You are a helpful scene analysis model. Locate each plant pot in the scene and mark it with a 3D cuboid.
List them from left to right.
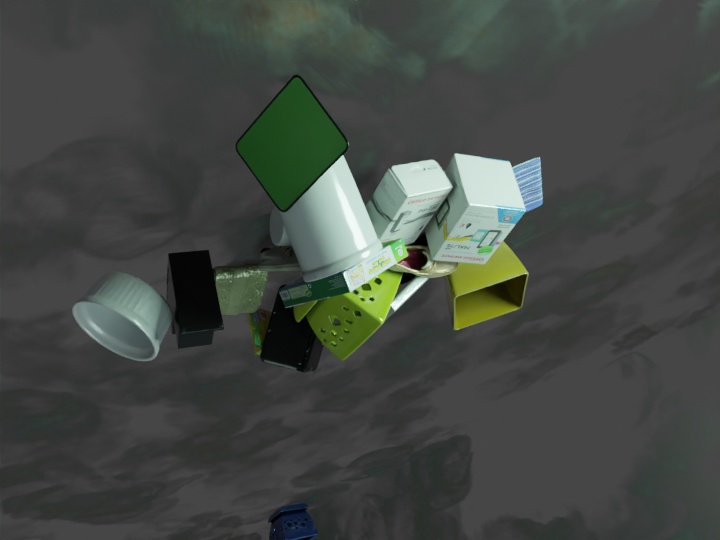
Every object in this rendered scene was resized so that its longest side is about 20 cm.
[{"bbox_3d":[-0.360,1.316,3.483,0.197,0.182,0.200,4,143,-34],"label":"plant pot"},{"bbox_3d":[-0.038,0.057,1.619,0.180,0.200,0.200,34,133,-9],"label":"plant pot"},{"bbox_3d":[0.308,0.011,1.784,0.196,0.179,0.201,-18,151,-2],"label":"plant pot"}]

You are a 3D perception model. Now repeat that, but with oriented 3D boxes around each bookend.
[{"bbox_3d":[-0.373,0.096,1.506,0.090,0.203,0.200,-5,147,-21],"label":"bookend"}]

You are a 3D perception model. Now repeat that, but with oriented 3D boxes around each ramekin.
[{"bbox_3d":[-0.503,0.096,1.455,0.197,0.099,0.202,16,142,13],"label":"ramekin"}]

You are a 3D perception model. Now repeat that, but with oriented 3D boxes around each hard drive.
[{"bbox_3d":[0.119,0.050,1.677,0.200,0.026,0.132,-43,176,-28],"label":"hard drive"}]

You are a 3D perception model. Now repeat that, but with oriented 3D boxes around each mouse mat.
[{"bbox_3d":[-0.125,-0.221,1.202,0.199,0.162,0.008,-39,176,30],"label":"mouse mat"}]

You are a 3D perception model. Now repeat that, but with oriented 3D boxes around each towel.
[{"bbox_3d":[-0.299,0.050,1.637,0.146,0.037,0.201,-6,147,-23],"label":"towel"},{"bbox_3d":[0.379,-0.188,1.661,0.143,0.024,0.201,-24,149,5],"label":"towel"}]

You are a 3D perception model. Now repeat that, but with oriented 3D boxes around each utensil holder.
[{"bbox_3d":[-0.069,-0.105,1.307,0.167,0.203,0.170,-21,-171,3],"label":"utensil holder"}]

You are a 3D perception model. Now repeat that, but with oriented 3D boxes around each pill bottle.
[{"bbox_3d":[-0.090,-0.093,1.453,0.197,0.112,0.111,0,145,-30],"label":"pill bottle"}]

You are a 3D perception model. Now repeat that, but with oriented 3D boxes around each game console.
[{"bbox_3d":[-0.160,0.153,1.771,0.114,0.204,0.176,16,178,13],"label":"game console"}]

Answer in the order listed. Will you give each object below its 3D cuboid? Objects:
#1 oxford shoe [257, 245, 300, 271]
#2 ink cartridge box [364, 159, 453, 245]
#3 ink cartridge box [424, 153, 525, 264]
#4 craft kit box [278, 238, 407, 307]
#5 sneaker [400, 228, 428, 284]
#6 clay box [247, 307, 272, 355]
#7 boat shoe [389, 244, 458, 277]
[{"bbox_3d":[-0.160,-0.028,1.494,0.198,0.059,0.074,0,-177,44],"label":"oxford shoe"},{"bbox_3d":[0.092,-0.139,1.487,0.144,0.085,0.201,-16,151,-37],"label":"ink cartridge box"},{"bbox_3d":[0.248,-0.134,1.532,0.144,0.148,0.201,4,144,-19],"label":"ink cartridge box"},{"bbox_3d":[-0.035,0.005,1.370,0.198,0.049,0.197,-15,-166,45],"label":"craft kit box"},{"bbox_3d":[0.127,-0.040,1.686,0.201,0.074,0.088,-50,159,28],"label":"sneaker"},{"bbox_3d":[-0.224,0.172,1.797,0.047,0.117,0.198,-35,146,29],"label":"clay box"},{"bbox_3d":[0.147,-0.021,1.592,0.196,0.075,0.069,2,179,-17],"label":"boat shoe"}]
